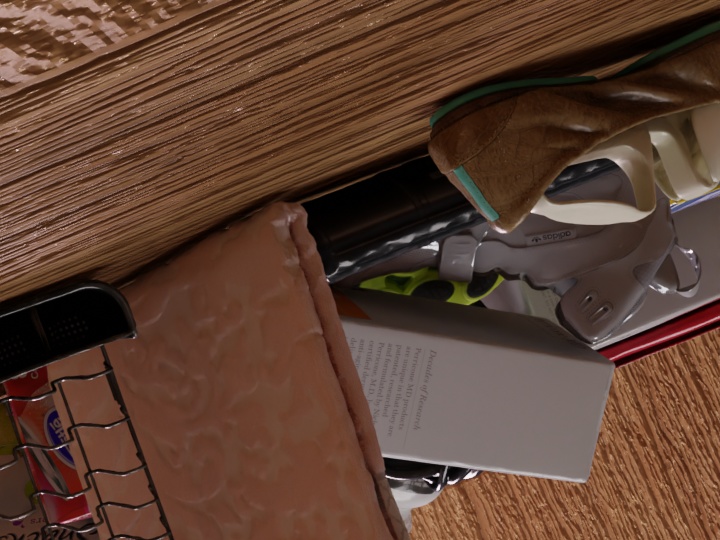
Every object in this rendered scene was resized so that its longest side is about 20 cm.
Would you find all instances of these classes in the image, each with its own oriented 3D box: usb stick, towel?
[{"bbox_3d":[0.057,-0.044,0.916,0.200,0.033,0.055,-22,-153,-17],"label":"usb stick"},{"bbox_3d":[-0.066,0.087,0.912,0.032,0.192,0.200,-11,169,-46],"label":"towel"}]

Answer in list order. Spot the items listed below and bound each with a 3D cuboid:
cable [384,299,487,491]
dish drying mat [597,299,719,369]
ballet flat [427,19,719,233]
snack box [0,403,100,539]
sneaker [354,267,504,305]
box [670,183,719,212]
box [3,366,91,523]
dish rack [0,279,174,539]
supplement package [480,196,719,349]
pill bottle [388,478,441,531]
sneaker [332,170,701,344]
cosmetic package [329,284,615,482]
[{"bbox_3d":[0.035,0.068,1.223,0.163,0.200,0.051,2,-135,20],"label":"cable"},{"bbox_3d":[0.227,0.032,1.258,0.199,0.018,0.077,-22,180,0],"label":"dish drying mat"},{"bbox_3d":[0.118,-0.059,0.835,0.200,0.073,0.068,-19,172,-38],"label":"ballet flat"},{"bbox_3d":[-0.159,0.166,1.217,0.168,0.200,0.068,-7,133,7],"label":"snack box"},{"bbox_3d":[0.000,0.000,1.103,0.200,0.074,0.084,-25,-159,-6],"label":"sneaker"},{"bbox_3d":[0.230,-0.086,1.128,0.200,0.064,0.070,-19,174,-28],"label":"box"},{"bbox_3d":[-0.141,0.085,1.095,0.095,0.100,0.200,-18,176,-6],"label":"box"},{"bbox_3d":[-0.153,0.119,0.867,0.153,0.201,0.055,-21,-174,-17],"label":"dish rack"},{"bbox_3d":[0.176,-0.024,1.229,0.199,0.120,0.121,-22,176,-11],"label":"supplement package"},{"bbox_3d":[0.024,0.097,1.368,0.200,0.116,0.116,-66,162,14],"label":"pill bottle"},{"bbox_3d":[0.077,-0.006,0.996,0.199,0.115,0.075,-22,175,2],"label":"sneaker"},{"bbox_3d":[0.021,0.055,1.017,0.199,0.071,0.101,10,-171,-19],"label":"cosmetic package"}]
